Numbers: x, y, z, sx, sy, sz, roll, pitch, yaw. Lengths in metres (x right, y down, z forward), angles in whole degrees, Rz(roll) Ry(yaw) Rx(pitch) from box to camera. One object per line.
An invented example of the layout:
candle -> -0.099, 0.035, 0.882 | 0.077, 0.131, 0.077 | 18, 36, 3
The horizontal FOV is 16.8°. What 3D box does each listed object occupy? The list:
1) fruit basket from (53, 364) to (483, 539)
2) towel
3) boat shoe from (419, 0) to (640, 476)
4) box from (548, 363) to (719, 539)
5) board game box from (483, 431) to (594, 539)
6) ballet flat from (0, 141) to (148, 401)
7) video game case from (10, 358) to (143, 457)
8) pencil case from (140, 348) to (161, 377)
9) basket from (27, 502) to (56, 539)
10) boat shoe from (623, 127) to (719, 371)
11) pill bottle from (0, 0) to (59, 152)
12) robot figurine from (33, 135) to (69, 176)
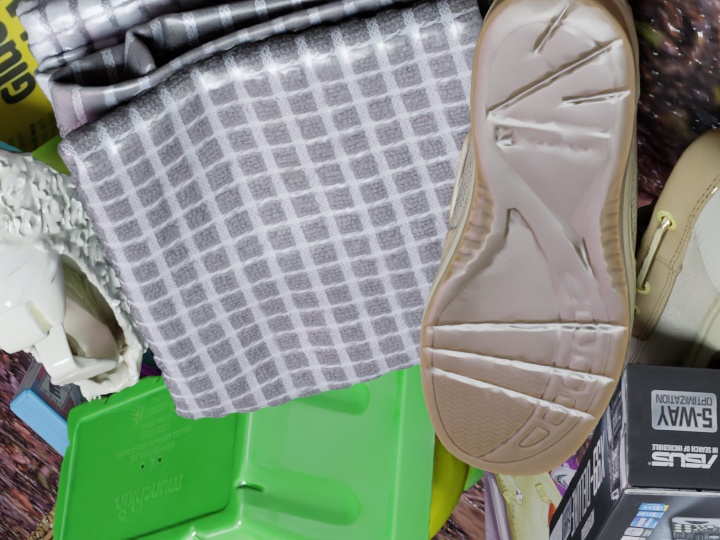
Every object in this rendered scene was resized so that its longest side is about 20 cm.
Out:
fruit basket -> -0.021, 0.108, 1.168 | 0.214, 0.156, 0.216 | 4, 157, 2
towel -> -0.019, -0.033, 0.909 | 0.200, 0.165, 0.086 | 69, -171, -50
boat shoe -> 0.063, -0.019, 0.837 | 0.072, 0.065, 0.201 | 9, 124, 9
box -> 0.160, 0.094, 0.923 | 0.157, 0.050, 0.200 | 4, 158, -3
board game box -> 0.102, 0.129, 1.104 | 0.120, 0.032, 0.201 | 28, 132, 42
ballet flat -> -0.123, 0.005, 0.933 | 0.072, 0.072, 0.200 | 31, 175, 21
video game case -> -0.110, 0.070, 1.322 | 0.143, 0.018, 0.200 | 43, -158, -12
pencil case -> -0.061, 0.060, 1.291 | 0.200, 0.092, 0.085 | 44, 166, -10
basket -> -0.115, 0.203, 1.540 | 0.149, 0.200, 0.143 | 14, 150, 46
boat shoe -> 0.121, 0.002, 0.888 | 0.066, 0.074, 0.200 | 47, 158, 9
pill bottle -> -0.158, -0.092, 0.941 | 0.113, 0.200, 0.113 | 50, 166, 17
robot figurine -> -0.115, -0.055, 1.099 | 0.175, 0.116, 0.200 | 45, 168, 34
